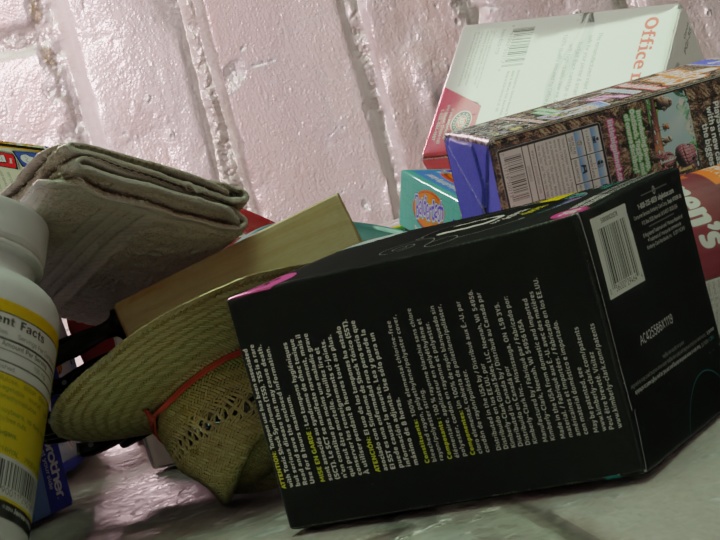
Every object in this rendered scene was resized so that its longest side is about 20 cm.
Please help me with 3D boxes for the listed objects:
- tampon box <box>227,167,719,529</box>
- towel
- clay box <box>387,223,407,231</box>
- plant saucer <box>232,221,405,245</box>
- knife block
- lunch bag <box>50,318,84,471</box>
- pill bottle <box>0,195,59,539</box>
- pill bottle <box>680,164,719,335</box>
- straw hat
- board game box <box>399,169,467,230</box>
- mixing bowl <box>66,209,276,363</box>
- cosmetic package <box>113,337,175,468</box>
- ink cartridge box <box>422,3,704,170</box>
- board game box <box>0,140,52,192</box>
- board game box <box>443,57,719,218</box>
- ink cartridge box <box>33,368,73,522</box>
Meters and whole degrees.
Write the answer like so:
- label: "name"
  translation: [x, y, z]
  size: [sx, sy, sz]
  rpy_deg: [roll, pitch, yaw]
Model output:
- label: "tampon box"
  translation: [0.063, 0.038, 0.976]
  size: [0.199, 0.127, 0.150]
  rpy_deg: [-13, 5, 29]
- label: "towel"
  translation: [-0.166, -0.015, 1.181]
  size: [0.132, 0.035, 0.200]
  rpy_deg: [15, -30, -27]
- label: "clay box"
  translation: [0.032, -0.012, 1.540]
  size: [0.199, 0.048, 0.115]
  rpy_deg: [-20, 1, -41]
- label: "plant saucer"
  translation: [0.000, 0.000, 1.334]
  size: [0.198, 0.028, 0.200]
  rpy_deg: [8, 16, -2]
- label: "knife block"
  translation: [-0.105, 0.039, 1.158]
  size: [0.175, 0.064, 0.200]
  rpy_deg: [-10, -24, -44]
- label: "lunch bag"
  translation: [-0.272, 0.072, 1.415]
  size: [0.123, 0.171, 0.200]
  rpy_deg: [-20, 7, -10]
- label: "pill bottle"
  translation: [-0.227, 0.062, 1.072]
  size: [0.110, 0.202, 0.112]
  rpy_deg: [4, -26, 2]
- label: "pill bottle"
  translation: [0.198, -0.002, 1.124]
  size: [0.199, 0.111, 0.109]
  rpy_deg: [-17, 5, -19]
- label: "straw hat"
  translation: [-0.072, 0.084, 1.085]
  size: [0.200, 0.086, 0.201]
  rpy_deg: [-25, -18, -9]
- label: "board game box"
  translation: [0.142, -0.042, 1.373]
  size: [0.198, 0.045, 0.152]
  rpy_deg: [-2, 12, -15]
- label: "mixing bowl"
  translation: [-0.157, 0.014, 1.491]
  size: [0.201, 0.108, 0.200]
  rpy_deg: [-52, -6, -8]
- label: "cosmetic package"
  translation: [-0.079, 0.060, 1.353]
  size: [0.073, 0.104, 0.200]
  rpy_deg: [-14, 3, 31]
- label: "ink cartridge box"
  translation: [0.167, -0.128, 1.554]
  size: [0.199, 0.083, 0.147]
  rpy_deg: [-2, 53, 31]
- label: "board game box"
  translation: [-0.241, -0.036, 1.344]
  size: [0.199, 0.047, 0.152]
  rpy_deg: [6, 31, -29]
- label: "board game box"
  translation: [0.175, -0.036, 1.252]
  size: [0.198, 0.161, 0.097]
  rpy_deg: [-16, 11, -13]
- label: "ink cartridge box"
  translation: [-0.259, 0.104, 1.188]
  size: [0.076, 0.138, 0.200]
  rpy_deg: [-10, 7, 29]
